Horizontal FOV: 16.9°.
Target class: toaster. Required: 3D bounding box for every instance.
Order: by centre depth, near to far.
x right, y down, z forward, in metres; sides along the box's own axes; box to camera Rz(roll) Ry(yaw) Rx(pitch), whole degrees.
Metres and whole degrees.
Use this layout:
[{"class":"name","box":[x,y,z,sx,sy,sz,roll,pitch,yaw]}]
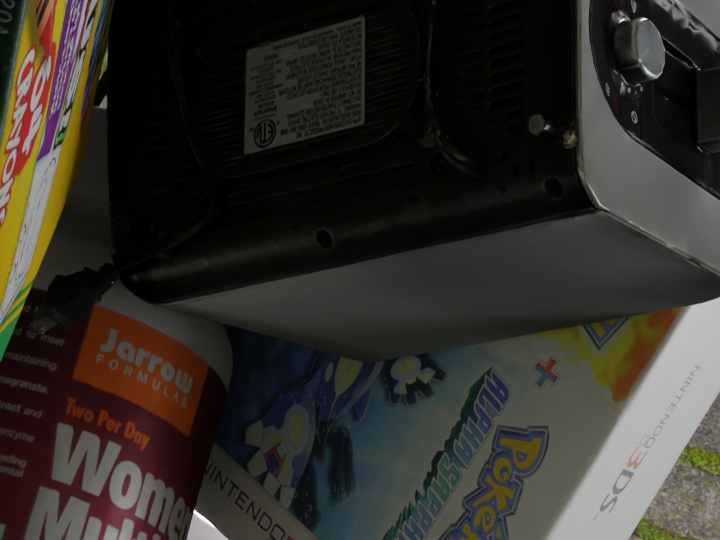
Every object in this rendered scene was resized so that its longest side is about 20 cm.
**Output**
[{"class":"toaster","box":[0.015,-0.073,0.713,0.118,0.199,0.183,22,62,-49]}]

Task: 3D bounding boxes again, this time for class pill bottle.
[{"class":"pill bottle","box":[-0.102,0.056,0.769,0.110,0.109,0.202,108,-3,-69]}]

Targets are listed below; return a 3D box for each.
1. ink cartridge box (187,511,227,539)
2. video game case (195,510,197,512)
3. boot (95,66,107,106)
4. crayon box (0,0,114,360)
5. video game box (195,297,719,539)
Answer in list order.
[{"class":"ink cartridge box","box":[-0.122,0.209,1.012,0.145,0.084,0.200,-51,-177,40]},{"class":"video game case","box":[-0.108,0.120,1.151,0.200,0.023,0.183,48,-42,35]},{"class":"boot","box":[-0.104,-0.052,1.223,0.200,0.072,0.168,-110,-157,-67]},{"class":"crayon box","box":[-0.090,-0.073,0.574,0.173,0.058,0.201,-77,-177,-58]},{"class":"video game box","box":[0.028,0.019,0.783,0.047,0.182,0.201,22,101,-50]}]
